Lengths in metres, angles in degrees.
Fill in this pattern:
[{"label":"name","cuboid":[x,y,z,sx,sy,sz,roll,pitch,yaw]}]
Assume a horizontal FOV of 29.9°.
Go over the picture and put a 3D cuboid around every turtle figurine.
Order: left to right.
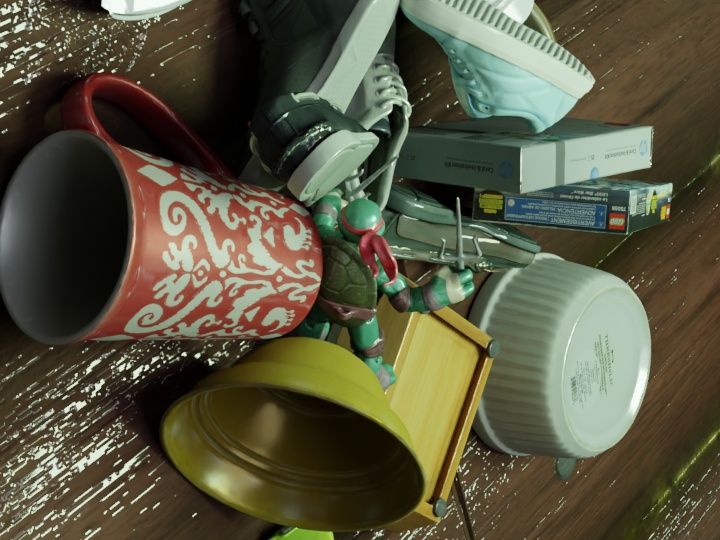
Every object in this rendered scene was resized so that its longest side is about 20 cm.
[{"label":"turtle figurine","cuboid":[0.000,0.000,1.005,0.100,0.150,0.201,-22,145,-35]}]

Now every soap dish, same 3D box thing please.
[{"label":"soap dish","cuboid":[0.032,0.110,1.141,0.157,0.081,0.202,34,70,-45]}]

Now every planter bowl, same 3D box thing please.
[{"label":"planter bowl","cuboid":[-0.042,0.108,0.999,0.201,0.199,0.084,52,38,-39]}]

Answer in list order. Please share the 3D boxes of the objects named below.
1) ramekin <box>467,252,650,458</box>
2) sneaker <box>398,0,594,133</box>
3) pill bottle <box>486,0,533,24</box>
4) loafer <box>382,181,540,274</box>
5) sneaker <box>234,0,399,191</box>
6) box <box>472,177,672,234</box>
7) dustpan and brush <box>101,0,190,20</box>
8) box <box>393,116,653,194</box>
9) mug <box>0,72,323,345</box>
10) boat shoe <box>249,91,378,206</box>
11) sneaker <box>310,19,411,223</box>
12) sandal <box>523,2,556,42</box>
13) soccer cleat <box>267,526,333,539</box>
[{"label":"ramekin","cuboid":[0.196,0.087,1.303,0.199,0.104,0.203,-11,105,-47]},{"label":"sneaker","cuboid":[0.095,-0.157,1.046,0.199,0.074,0.082,23,115,-34]},{"label":"pill bottle","cuboid":[0.056,-0.274,1.066,0.200,0.110,0.111,52,59,-31]},{"label":"loafer","cuboid":[0.077,-0.027,1.191,0.199,0.072,0.063,17,104,-41]},{"label":"sneaker","cuboid":[-0.059,-0.151,1.014,0.201,0.099,0.071,-57,160,18]},{"label":"box","cuboid":[0.194,-0.062,1.209,0.200,0.135,0.040,-12,108,-66]},{"label":"dustpan and brush","cuboid":[-0.109,-0.247,0.954,0.198,0.057,0.141,-6,103,-40]},{"label":"box","cuboid":[0.134,-0.105,1.164,0.199,0.155,0.042,-15,110,-46]},{"label":"mug","cuboid":[-0.122,-0.033,0.913,0.199,0.132,0.180,9,92,-51]},{"label":"boat shoe","cuboid":[-0.033,-0.090,0.941,0.076,0.200,0.060,-43,88,0]},{"label":"sneaker","cuboid":[0.010,-0.137,1.082,0.073,0.070,0.203,7,89,-48]},{"label":"sandal","cuboid":[0.114,-0.231,1.172,0.202,0.080,0.054,68,29,-22]},{"label":"soccer cleat","cuboid":[-0.076,0.294,1.081,0.084,0.064,0.202,79,31,-64]}]
